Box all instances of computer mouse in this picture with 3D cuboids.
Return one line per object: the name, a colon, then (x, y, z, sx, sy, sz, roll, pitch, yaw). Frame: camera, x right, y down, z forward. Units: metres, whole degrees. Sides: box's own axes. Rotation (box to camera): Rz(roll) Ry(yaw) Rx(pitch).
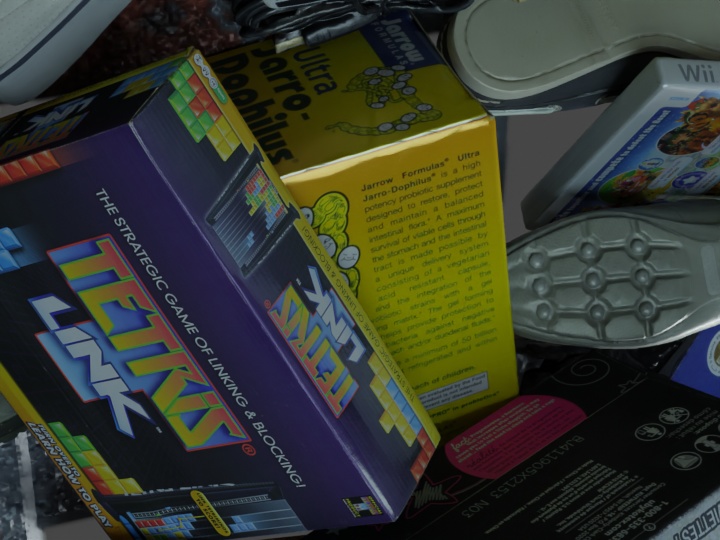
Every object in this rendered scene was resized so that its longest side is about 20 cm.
computer mouse: (-0.011, -0.132, 0.682, 0.109, 0.044, 0.200, -12, 173, 5)

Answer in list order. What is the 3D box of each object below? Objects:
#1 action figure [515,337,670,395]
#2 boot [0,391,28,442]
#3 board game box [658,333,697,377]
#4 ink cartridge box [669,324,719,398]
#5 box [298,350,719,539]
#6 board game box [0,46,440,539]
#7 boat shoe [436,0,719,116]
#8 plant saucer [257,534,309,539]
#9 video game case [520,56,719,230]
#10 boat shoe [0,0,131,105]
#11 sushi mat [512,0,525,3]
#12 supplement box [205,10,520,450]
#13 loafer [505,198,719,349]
action figure: (0.098, 0.100, 0.930, 0.118, 0.102, 0.201, 17, 90, -23)
boot: (-0.224, 0.019, 0.756, 0.198, 0.068, 0.132, -10, 121, -18)
board game box: (0.242, 0.105, 1.028, 0.199, 0.041, 0.200, 25, 111, -35)
ink cartridge box: (0.208, 0.136, 0.935, 0.200, 0.040, 0.200, 41, 78, -39)
box: (0.086, 0.143, 0.761, 0.199, 0.132, 0.115, -30, 121, -29)
board game box: (-0.085, 0.023, 0.730, 0.165, 0.057, 0.201, -13, 120, 40)
boat shoe: (0.123, -0.115, 0.825, 0.199, 0.073, 0.063, -14, 171, -20)
plant saucer: (-0.052, 0.149, 0.856, 0.199, 0.033, 0.200, -7, 169, -1)
video game case: (0.196, -0.057, 0.864, 0.199, 0.018, 0.143, 0, 155, -23)
boat shoe: (-0.102, -0.154, 0.683, 0.200, 0.071, 0.070, -43, 130, 17)
sushi mat: (0.150, -0.184, 0.762, 0.199, 0.012, 0.096, -26, 146, -20)
supplement box: (0.000, 0.000, 0.806, 0.109, 0.109, 0.201, -18, 128, -11)
loafer: (0.152, 0.001, 0.862, 0.198, 0.070, 0.071, -5, 88, -13)
